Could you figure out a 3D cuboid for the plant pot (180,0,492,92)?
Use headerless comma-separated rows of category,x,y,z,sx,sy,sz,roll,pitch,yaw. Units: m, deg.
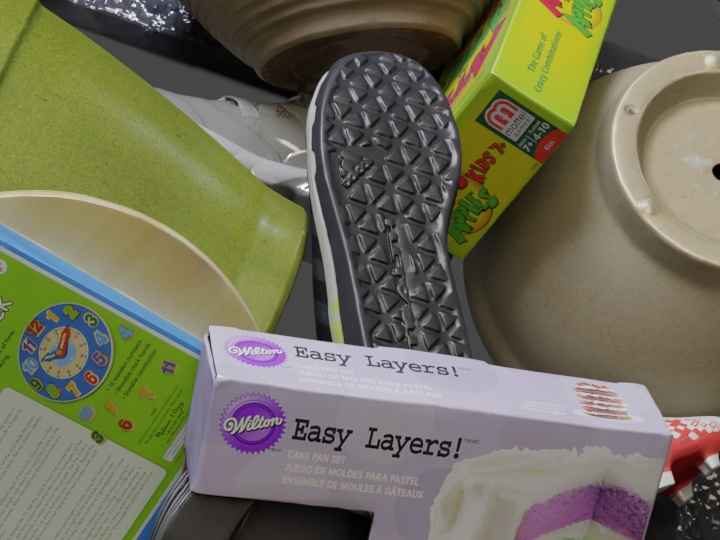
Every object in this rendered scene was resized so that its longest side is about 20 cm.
plant pot,-0.008,-0.145,1.034,0.200,0.201,0.093,-4,78,-13

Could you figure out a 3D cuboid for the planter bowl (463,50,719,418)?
planter bowl,0.161,-0.022,1.033,0.199,0.135,0.201,4,63,-9

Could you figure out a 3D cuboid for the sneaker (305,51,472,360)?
sneaker,0.000,0.000,0.939,0.071,0.083,0.201,8,64,-21

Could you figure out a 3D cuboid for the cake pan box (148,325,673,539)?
cake pan box,0.010,0.124,0.869,0.199,0.185,0.052,9,19,-12

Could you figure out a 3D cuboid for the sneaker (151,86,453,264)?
sneaker,-0.047,-0.053,1.054,0.199,0.075,0.082,19,44,-7

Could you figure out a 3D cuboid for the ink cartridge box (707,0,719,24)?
ink cartridge box,0.231,-0.108,1.055,0.044,0.094,0.200,-33,30,2

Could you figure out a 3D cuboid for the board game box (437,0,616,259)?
board game box,0.079,-0.107,1.041,0.048,0.102,0.200,32,41,-8

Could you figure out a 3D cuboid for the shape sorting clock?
shape sorting clock,-0.133,0.062,0.868,0.199,0.201,0.039,3,22,-10

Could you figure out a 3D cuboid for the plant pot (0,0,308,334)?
plant pot,-0.134,-0.010,0.950,0.192,0.200,0.201,27,60,-11

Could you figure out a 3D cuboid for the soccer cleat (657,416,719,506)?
soccer cleat,0.079,0.082,0.977,0.199,0.069,0.085,-12,65,-16
